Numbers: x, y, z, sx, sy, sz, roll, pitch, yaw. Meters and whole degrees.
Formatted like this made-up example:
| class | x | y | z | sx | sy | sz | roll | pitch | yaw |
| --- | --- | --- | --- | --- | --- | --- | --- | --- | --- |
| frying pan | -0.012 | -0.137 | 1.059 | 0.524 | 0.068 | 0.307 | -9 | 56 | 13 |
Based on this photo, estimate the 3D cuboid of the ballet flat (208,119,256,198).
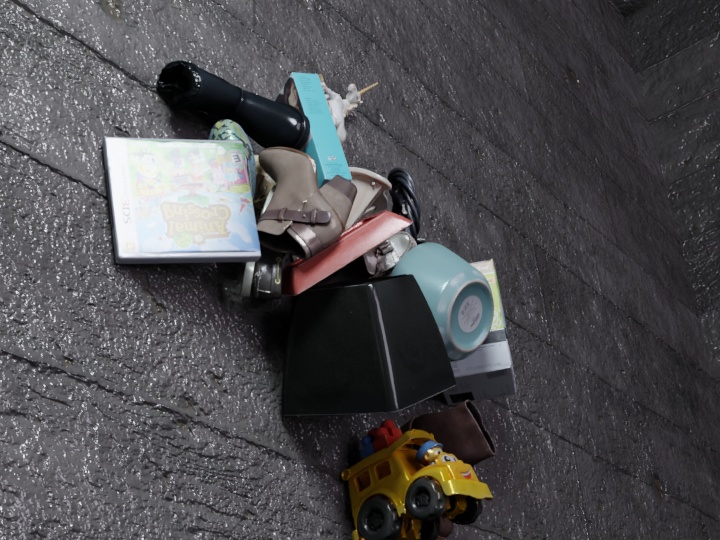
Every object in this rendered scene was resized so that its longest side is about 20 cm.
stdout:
| class | x | y | z | sx | sy | sz | roll | pitch | yaw |
| --- | --- | --- | --- | --- | --- | --- | --- | --- | --- |
| ballet flat | -0.184 | -0.119 | 1.580 | 0.074 | 0.074 | 0.202 | -17 | 101 | -59 |

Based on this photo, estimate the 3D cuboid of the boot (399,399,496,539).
| class | x | y | z | sx | sy | sz | roll | pitch | yaw |
| --- | --- | --- | --- | --- | --- | --- | --- | --- | --- |
| boot | 0.145 | 0.321 | 1.736 | 0.072 | 0.165 | 0.202 | -20 | 86 | -59 |

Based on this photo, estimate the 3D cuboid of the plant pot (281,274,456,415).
| class | x | y | z | sx | sy | sz | roll | pitch | yaw |
| --- | --- | --- | --- | --- | --- | --- | --- | --- | --- |
| plant pot | 0.003 | 0.104 | 1.601 | 0.199 | 0.198 | 0.180 | -11 | 93 | -59 |

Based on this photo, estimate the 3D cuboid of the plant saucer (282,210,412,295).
| class | x | y | z | sx | sy | sz | roll | pitch | yaw |
| --- | --- | --- | --- | --- | --- | --- | --- | --- | --- |
| plant saucer | -0.033 | -0.030 | 1.609 | 0.037 | 0.198 | 0.200 | 59 | -9 | -4 |

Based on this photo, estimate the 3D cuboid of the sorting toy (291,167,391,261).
| class | x | y | z | sx | sy | sz | roll | pitch | yaw |
| --- | --- | --- | --- | --- | --- | --- | --- | --- | --- |
| sorting toy | -0.025 | -0.081 | 1.789 | 0.107 | 0.201 | 0.180 | 41 | 8 | 24 |

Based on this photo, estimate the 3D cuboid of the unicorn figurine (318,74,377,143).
| class | x | y | z | sx | sy | sz | roll | pitch | yaw |
| --- | --- | --- | --- | --- | --- | --- | --- | --- | --- |
| unicorn figurine | -0.048 | -0.295 | 1.984 | 0.137 | 0.073 | 0.202 | 43 | 50 | -48 |

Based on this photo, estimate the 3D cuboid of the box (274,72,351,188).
| class | x | y | z | sx | sy | sz | roll | pitch | yaw |
| --- | --- | --- | --- | --- | --- | --- | --- | --- | --- |
| box | -0.076 | -0.202 | 1.683 | 0.049 | 0.082 | 0.202 | -2 | 60 | -31 |

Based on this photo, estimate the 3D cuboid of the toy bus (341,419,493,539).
| class | x | y | z | sx | sy | sz | roll | pitch | yaw |
| --- | --- | --- | --- | --- | --- | --- | --- | --- | --- |
| toy bus | 0.073 | 0.303 | 1.620 | 0.135 | 0.199 | 0.194 | 22 | 43 | -49 |

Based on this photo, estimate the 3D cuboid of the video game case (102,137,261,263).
| class | x | y | z | sx | sy | sz | roll | pitch | yaw |
| --- | --- | --- | --- | --- | --- | --- | --- | --- | --- |
| video game case | -0.243 | -0.097 | 1.483 | 0.198 | 0.022 | 0.184 | -1 | 66 | -25 |

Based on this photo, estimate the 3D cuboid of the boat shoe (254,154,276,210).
| class | x | y | z | sx | sy | sz | roll | pitch | yaw |
| --- | --- | --- | --- | --- | --- | --- | --- | --- | --- |
| boat shoe | -0.152 | -0.132 | 1.697 | 0.199 | 0.072 | 0.066 | 3 | 62 | -62 |

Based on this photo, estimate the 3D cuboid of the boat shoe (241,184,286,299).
| class | x | y | z | sx | sy | sz | roll | pitch | yaw |
| --- | --- | --- | --- | --- | --- | --- | --- | --- | --- |
| boat shoe | -0.126 | -0.040 | 1.598 | 0.060 | 0.072 | 0.203 | 12 | 52 | -1 |

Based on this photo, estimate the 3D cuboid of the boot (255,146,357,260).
| class | x | y | z | sx | sy | sz | roll | pitch | yaw |
| --- | --- | --- | --- | --- | --- | --- | --- | --- | --- |
| boot | -0.105 | -0.096 | 1.558 | 0.146 | 0.199 | 0.071 | -50 | 146 | -30 |

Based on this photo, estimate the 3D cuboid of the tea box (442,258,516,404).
| class | x | y | z | sx | sy | sz | roll | pitch | yaw |
| --- | --- | --- | --- | --- | --- | --- | --- | --- | --- |
| tea box | 0.192 | 0.112 | 1.914 | 0.200 | 0.132 | 0.199 | 62 | 18 | -69 |

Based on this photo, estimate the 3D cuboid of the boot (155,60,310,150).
| class | x | y | z | sx | sy | sz | roll | pitch | yaw |
| --- | --- | --- | --- | --- | --- | --- | --- | --- | --- |
| boot | -0.194 | -0.245 | 1.630 | 0.199 | 0.077 | 0.167 | 29 | 9 | 35 |

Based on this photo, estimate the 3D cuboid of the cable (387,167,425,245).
| class | x | y | z | sx | sy | sz | roll | pitch | yaw |
| --- | --- | --- | --- | --- | --- | --- | --- | --- | --- |
| cable | 0.068 | -0.089 | 1.844 | 0.200 | 0.050 | 0.165 | 165 | -86 | -86 |

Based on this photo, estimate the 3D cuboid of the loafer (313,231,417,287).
| class | x | y | z | sx | sy | sz | roll | pitch | yaw |
| --- | --- | --- | --- | --- | --- | --- | --- | --- | --- |
| loafer | 0.000 | 0.000 | 1.712 | 0.072 | 0.199 | 0.063 | 56 | -1 | 28 |

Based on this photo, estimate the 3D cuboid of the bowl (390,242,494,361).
| class | x | y | z | sx | sy | sz | roll | pitch | yaw |
| --- | --- | --- | --- | --- | --- | --- | --- | --- | --- |
| bowl | 0.136 | 0.063 | 1.712 | 0.200 | 0.104 | 0.203 | -12 | 107 | -43 |
